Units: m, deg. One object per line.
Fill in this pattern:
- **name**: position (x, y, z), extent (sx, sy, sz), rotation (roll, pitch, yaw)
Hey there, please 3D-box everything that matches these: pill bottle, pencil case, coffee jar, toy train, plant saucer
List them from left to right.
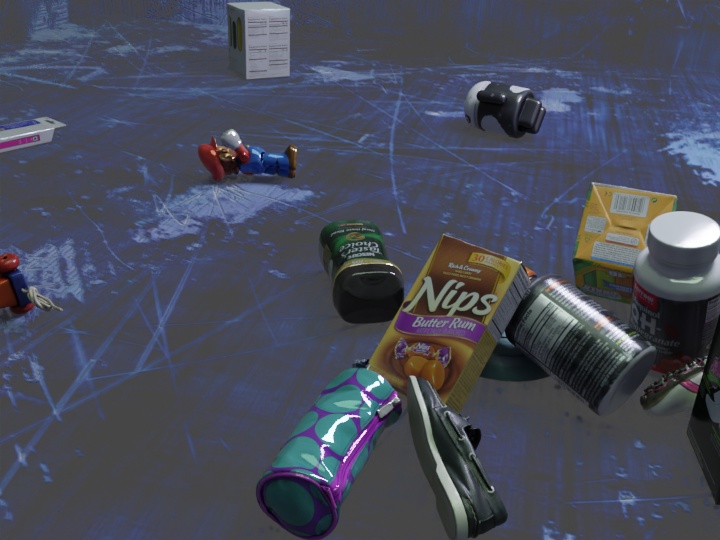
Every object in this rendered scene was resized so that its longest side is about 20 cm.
- **toy train**: position (-0.498, 0.038, 1.042), extent (0.199, 0.085, 0.115), rotation (26, 45, 37)
- **pencil case**: position (-0.025, 0.178, 0.796), extent (0.092, 0.086, 0.200), rotation (-16, 17, 29)
- **coffee jar**: position (0.000, 0.000, 1.152), extent (0.103, 0.086, 0.200), rotation (-3, 28, -11)
- **plant saucer**: position (0.191, 0.084, 1.071), extent (0.198, 0.028, 0.201), rotation (3, 26, -1)
- **pill bottle**: position (0.251, 0.076, 0.960), extent (0.106, 0.107, 0.200), rotation (-19, 48, -37)
- **pill bottle**: position (0.398, 0.032, 0.983), extent (0.109, 0.202, 0.111), rotation (-6, 34, 4)

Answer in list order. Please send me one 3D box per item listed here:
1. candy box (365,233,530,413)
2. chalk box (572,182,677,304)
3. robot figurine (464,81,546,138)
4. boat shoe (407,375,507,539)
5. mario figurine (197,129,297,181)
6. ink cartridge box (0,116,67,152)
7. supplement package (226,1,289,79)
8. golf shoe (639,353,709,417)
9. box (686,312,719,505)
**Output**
- **candy box**: position (0.105, 0.066, 0.937), extent (0.116, 0.057, 0.201), rotation (22, 73, 34)
- **chalk box**: position (0.391, -0.025, 1.159), extent (0.124, 0.125, 0.200), rotation (12, -15, 23)
- **robot figurine**: position (0.353, -0.396, 1.934), extent (0.199, 0.151, 0.125), rotation (20, 48, 30)
- **boat shoe**: position (0.097, 0.183, 0.802), extent (0.065, 0.075, 0.200), rotation (-8, 33, -9)
- **mario figurine**: position (-0.227, -0.241, 1.576), extent (0.198, 0.124, 0.107), rotation (3, 39, -9)
- **ink cartridge box**: position (-0.759, -0.299, 1.726), extent (0.094, 0.037, 0.199), rotation (23, 35, 36)
- **supplement package**: position (-0.312, -0.705, 2.389), extent (0.149, 0.202, 0.152), rotation (-12, 29, -27)
- **golf shoe**: position (0.433, 0.140, 0.929), extent (0.198, 0.093, 0.073), rotation (-21, -14, -6)
- **box**: position (0.445, 0.132, 0.806), extent (0.147, 0.202, 0.125), rotation (5, 27, 5)
